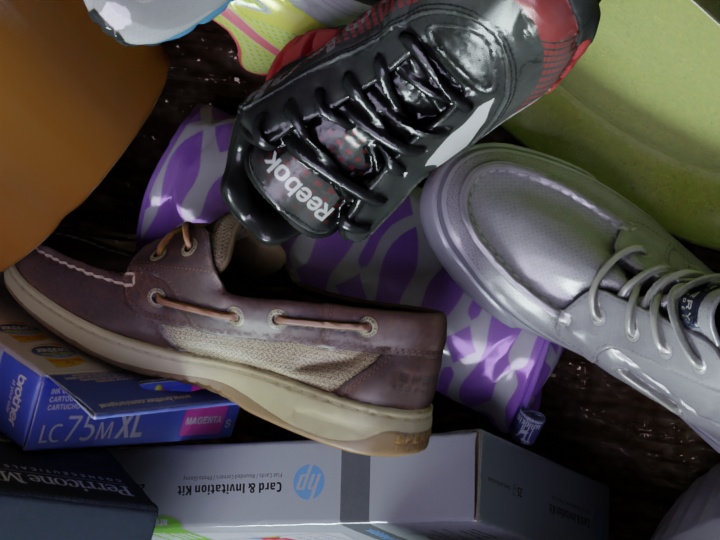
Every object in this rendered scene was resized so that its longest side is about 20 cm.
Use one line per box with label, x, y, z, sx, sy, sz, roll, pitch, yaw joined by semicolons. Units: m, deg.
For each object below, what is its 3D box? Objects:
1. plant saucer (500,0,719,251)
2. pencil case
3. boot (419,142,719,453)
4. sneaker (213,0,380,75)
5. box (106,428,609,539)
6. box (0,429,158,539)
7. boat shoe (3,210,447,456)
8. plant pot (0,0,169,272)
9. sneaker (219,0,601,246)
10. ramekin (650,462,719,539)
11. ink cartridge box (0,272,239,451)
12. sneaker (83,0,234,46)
plant saucer;0.096;-0.082;0.807;0.199;0.031;0.200;35;164;11
pencil case;0.000;0.000;0.923;0.199;0.084;0.086;26;147;7
boot;0.119;0.010;0.833;0.199;0.074;0.096;32;166;-6
sneaker;-0.083;-0.153;0.865;0.200;0.078;0.090;43;132;-5
box;-0.009;0.105;0.949;0.199;0.156;0.042;-4;75;25
box;-0.197;0.098;0.891;0.148;0.200;0.108;11;104;-32
boat shoe;-0.054;0.009;0.863;0.199;0.072;0.073;21;105;28
plant pot;-0.184;-0.101;0.872;0.183;0.201;0.200;42;126;-20
sneaker;0.011;-0.060;0.780;0.071;0.098;0.200;45;147;-13
ramekin;0.203;0.165;0.921;0.199;0.105;0.202;10;122;16
ink cartridge box;-0.135;0.030;0.919;0.199;0.119;0.042;26;107;38
sneaker;-0.031;-0.164;0.773;0.075;0.087;0.200;38;94;-15
